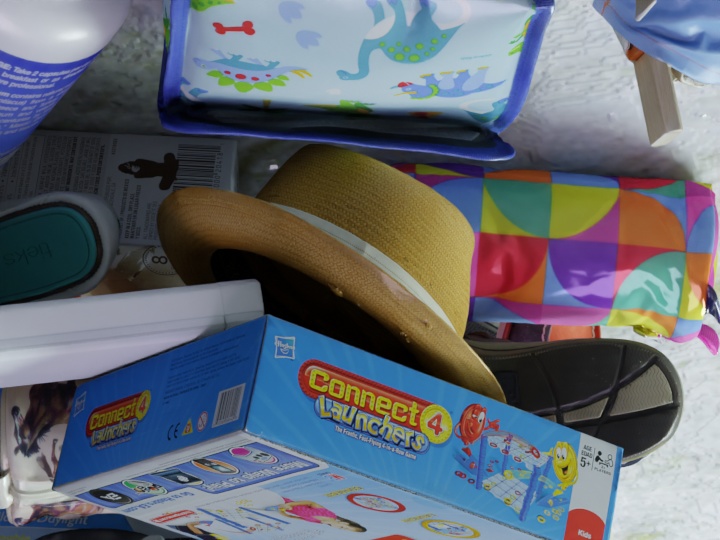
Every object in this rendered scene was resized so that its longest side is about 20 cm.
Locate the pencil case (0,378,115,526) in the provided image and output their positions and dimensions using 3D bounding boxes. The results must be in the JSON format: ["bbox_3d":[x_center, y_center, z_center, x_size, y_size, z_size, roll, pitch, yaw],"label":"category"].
[{"bbox_3d":[-0.096,0.097,1.560,0.199,0.090,0.078,2,115,-6],"label":"pencil case"}]

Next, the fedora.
[{"bbox_3d":[0.000,0.000,1.410,0.200,0.082,0.201,28,161,10],"label":"fedora"}]

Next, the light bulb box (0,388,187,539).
[{"bbox_3d":[-0.121,0.177,1.665,0.197,0.201,0.125,2,142,4],"label":"light bulb box"}]

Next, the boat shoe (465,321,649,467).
[{"bbox_3d":[0.082,0.083,1.616,0.200,0.093,0.075,26,136,-25],"label":"boat shoe"}]

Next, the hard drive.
[{"bbox_3d":[-0.158,0.035,1.377,0.199,0.027,0.132,-6,172,-20],"label":"hard drive"}]

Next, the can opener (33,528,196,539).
[{"bbox_3d":[-0.080,0.159,1.557,0.199,0.079,0.064,-1,139,0],"label":"can opener"}]

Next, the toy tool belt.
[{"bbox_3d":[0.165,-0.153,1.291,0.124,0.123,0.200,13,140,-12],"label":"toy tool belt"}]

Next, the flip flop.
[{"bbox_3d":[0.065,0.061,1.511,0.199,0.081,0.058,0,-175,11],"label":"flip flop"}]

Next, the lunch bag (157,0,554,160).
[{"bbox_3d":[-0.007,-0.116,1.364,0.169,0.128,0.200,5,156,-5],"label":"lunch bag"}]

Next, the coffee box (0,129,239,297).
[{"bbox_3d":[-0.163,-0.009,1.535,0.199,0.080,0.115,2,140,2],"label":"coffee box"}]

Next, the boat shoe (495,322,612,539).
[{"bbox_3d":[0.107,0.092,1.549,0.062,0.201,0.071,-2,168,45],"label":"boat shoe"}]

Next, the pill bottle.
[{"bbox_3d":[-0.172,-0.124,1.369,0.112,0.112,0.200,24,137,-23],"label":"pill bottle"}]

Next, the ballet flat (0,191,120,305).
[{"bbox_3d":[-0.205,0.001,1.442,0.199,0.070,0.070,-12,139,15],"label":"ballet flat"}]

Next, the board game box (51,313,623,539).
[{"bbox_3d":[-0.013,0.094,1.402,0.195,0.056,0.200,21,159,-26],"label":"board game box"}]

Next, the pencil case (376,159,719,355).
[{"bbox_3d":[0.088,-0.008,1.509,0.199,0.089,0.089,7,141,2],"label":"pencil case"}]
